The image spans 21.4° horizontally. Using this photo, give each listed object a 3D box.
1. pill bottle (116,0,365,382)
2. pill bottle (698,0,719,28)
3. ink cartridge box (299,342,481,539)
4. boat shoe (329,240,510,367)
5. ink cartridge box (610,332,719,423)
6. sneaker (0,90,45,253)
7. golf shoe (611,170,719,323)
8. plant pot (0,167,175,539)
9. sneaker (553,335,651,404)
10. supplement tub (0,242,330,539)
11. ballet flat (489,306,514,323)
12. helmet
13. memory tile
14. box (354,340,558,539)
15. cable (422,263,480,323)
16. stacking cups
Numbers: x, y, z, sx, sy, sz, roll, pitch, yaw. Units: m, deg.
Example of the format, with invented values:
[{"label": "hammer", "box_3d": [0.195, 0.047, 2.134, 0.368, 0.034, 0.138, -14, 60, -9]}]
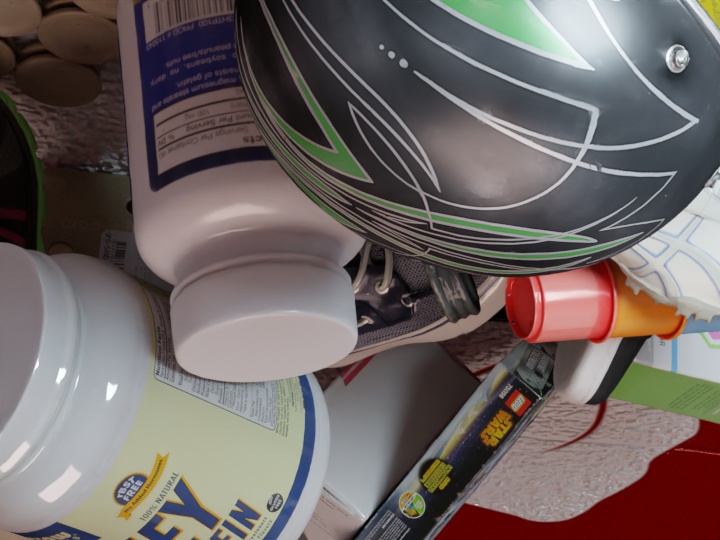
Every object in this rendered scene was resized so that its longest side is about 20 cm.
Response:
[{"label": "pill bottle", "box_3d": [-0.057, -0.053, 0.955, 0.119, 0.201, 0.120, -6, 157, -3]}, {"label": "pill bottle", "box_3d": [0.173, -0.118, 0.917, 0.199, 0.112, 0.111, -13, 148, 30]}, {"label": "ink cartridge box", "box_3d": [-0.009, 0.139, 1.365, 0.085, 0.146, 0.200, 42, 150, 5]}, {"label": "boat shoe", "box_3d": [0.000, 0.000, 1.029, 0.092, 0.075, 0.200, 19, 148, -35]}, {"label": "ink cartridge box", "box_3d": [0.245, 0.042, 1.210, 0.199, 0.104, 0.059, 14, 151, -18]}, {"label": "sneaker", "box_3d": [-0.218, -0.024, 1.041, 0.076, 0.201, 0.084, -15, -179, 27]}, {"label": "golf shoe", "box_3d": [0.143, -0.037, 0.880, 0.199, 0.079, 0.097, 11, 142, -7]}, {"label": "plant pot", "box_3d": [-0.149, 0.048, 1.199, 0.199, 0.200, 0.177, 6, 140, -4]}, {"label": "sneaker", "box_3d": [0.187, -0.006, 1.012, 0.111, 0.201, 0.073, 24, 177, -11]}, {"label": "supplement tub", "box_3d": [-0.128, 0.078, 0.994, 0.145, 0.146, 0.200, -20, 147, 37]}, {"label": "ballet flat", "box_3d": [0.064, 0.016, 1.246, 0.199, 0.047, 0.067, 1, 151, 5]}, {"label": "helmet", "box_3d": [0.049, -0.093, 0.754, 0.199, 0.192, 0.200, 0, 157, 0]}, {"label": "memory tile", "box_3d": [-0.183, -0.155, 0.995, 0.153, 0.017, 0.200, 16, 150, -21]}, {"label": "box", "box_3d": [0.070, 0.125, 1.282, 0.040, 0.137, 0.200, 40, 115, 8]}, {"label": "cable", "box_3d": [0.008, -0.066, 0.935, 0.050, 0.097, 0.201, -18, 123, 2]}, {"label": "stacking cups", "box_3d": [0.168, 0.006, 0.952, 0.199, 0.061, 0.061, -3, 154, -17]}]
